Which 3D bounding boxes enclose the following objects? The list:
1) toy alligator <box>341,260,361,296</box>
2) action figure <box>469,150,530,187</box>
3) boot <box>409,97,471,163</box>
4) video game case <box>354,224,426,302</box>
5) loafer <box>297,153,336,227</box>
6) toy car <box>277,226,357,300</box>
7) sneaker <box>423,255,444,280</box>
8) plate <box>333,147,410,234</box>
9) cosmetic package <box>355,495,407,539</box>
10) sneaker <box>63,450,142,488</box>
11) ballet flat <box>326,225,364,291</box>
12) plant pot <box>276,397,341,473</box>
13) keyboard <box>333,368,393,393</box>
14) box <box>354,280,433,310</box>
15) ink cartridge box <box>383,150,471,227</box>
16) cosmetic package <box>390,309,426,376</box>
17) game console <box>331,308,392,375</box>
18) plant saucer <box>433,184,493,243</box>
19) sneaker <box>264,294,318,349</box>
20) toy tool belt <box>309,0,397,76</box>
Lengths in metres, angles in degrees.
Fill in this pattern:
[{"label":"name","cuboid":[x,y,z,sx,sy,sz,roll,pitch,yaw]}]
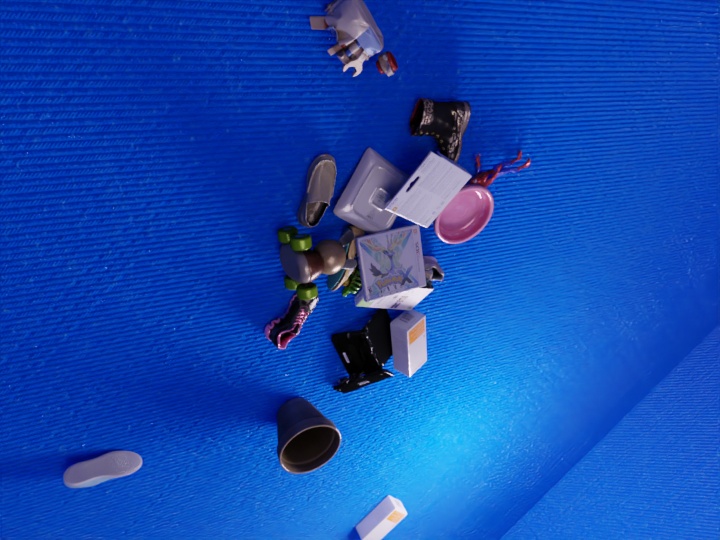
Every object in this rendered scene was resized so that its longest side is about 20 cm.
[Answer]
[{"label":"toy alligator","cuboid":[0.000,0.000,1.494,0.059,0.054,0.201,16,110,-35]},{"label":"action figure","cuboid":[0.407,-0.313,1.512,0.199,0.065,0.099,-28,145,-11]},{"label":"boot","cuboid":[0.202,-0.361,1.374,0.150,0.073,0.201,1,121,-26]},{"label":"video game case","cuboid":[0.089,-0.022,1.446,0.199,0.022,0.183,-14,104,-23]},{"label":"loafer","cuboid":[-0.104,-0.196,1.311,0.075,0.068,0.201,5,116,-30]},{"label":"toy car","cuboid":[-0.101,-0.039,1.361,0.199,0.158,0.165,-17,115,-27]},{"label":"sneaker","cuboid":[0.172,-0.009,1.556,0.199,0.092,0.076,3,117,-29]},{"label":"plate","cuboid":[0.048,-0.199,1.397,0.199,0.032,0.201,27,95,-38]},{"label":"cosmetic package","cuboid":[0.088,1.054,2.164,0.200,0.071,0.101,-45,129,3]},{"label":"sneaker","cuboid":[-0.727,0.562,1.447,0.199,0.074,0.082,2,147,-34]},{"label":"ballet flat","cuboid":[-0.036,-0.029,1.451,0.063,0.069,0.201,4,117,-37]},{"label":"plant pot","cuboid":[-0.186,0.506,1.622,0.199,0.174,0.201,-13,123,-21]},{"label":"keyboard","cuboid":[0.002,0.350,1.680,0.199,0.040,0.104,-25,147,21]},{"label":"box","cuboid":[0.100,0.069,1.551,0.199,0.036,0.144,5,147,-27]},{"label":"ink cartridge box","cuboid":[0.177,-0.222,1.388,0.200,0.043,0.196,17,122,-45]},{"label":"cosmetic package","cuboid":[0.159,0.236,1.681,0.101,0.071,0.201,-36,134,-36]},{"label":"game console","cuboid":[0.019,0.230,1.666,0.175,0.117,0.201,-11,128,14]},{"label":"plant saucer","cuboid":[0.302,-0.175,1.539,0.200,0.051,0.201,-15,133,-17]},{"label":"sneaker","cuboid":[-0.183,0.143,1.457,0.200,0.095,0.079,-49,127,4]},{"label":"toy tool belt","cuboid":[-0.015,-0.511,1.157,0.123,0.125,0.200,-22,130,25]}]
